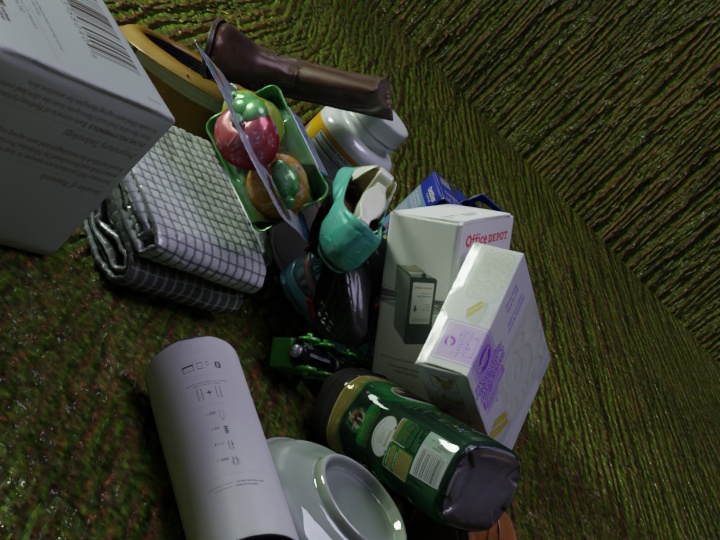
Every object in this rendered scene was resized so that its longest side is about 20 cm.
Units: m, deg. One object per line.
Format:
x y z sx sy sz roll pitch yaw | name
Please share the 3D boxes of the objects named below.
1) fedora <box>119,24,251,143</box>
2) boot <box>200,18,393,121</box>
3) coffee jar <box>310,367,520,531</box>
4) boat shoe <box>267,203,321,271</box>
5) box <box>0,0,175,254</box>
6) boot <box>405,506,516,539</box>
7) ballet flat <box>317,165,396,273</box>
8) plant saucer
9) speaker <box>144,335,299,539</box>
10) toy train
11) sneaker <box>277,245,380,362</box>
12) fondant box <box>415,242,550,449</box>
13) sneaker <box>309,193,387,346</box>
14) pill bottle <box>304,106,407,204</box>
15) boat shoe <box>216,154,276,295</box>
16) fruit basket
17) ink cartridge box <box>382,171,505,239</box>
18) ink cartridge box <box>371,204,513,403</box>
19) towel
-0.205 -0.203 1.405 0.200 0.082 0.201 31 11 -7 | fedora
-0.059 -0.207 1.303 0.198 0.065 0.186 17 7 6 | boot
0.046 0.163 1.143 0.104 0.086 0.199 22 3 -44 | coffee jar
-0.088 -0.078 1.386 0.063 0.072 0.201 45 -24 59 | boat shoe
-0.299 -0.153 0.972 0.199 0.171 0.200 17 35 -56 | box
0.107 0.259 1.217 0.154 0.073 0.201 39 22 -38 | boot
0.006 -0.066 1.243 0.067 0.070 0.200 43 25 -15 | ballet flat
-0.012 0.216 1.065 0.200 0.050 0.201 43 18 -18 | plant saucer
-0.108 0.147 0.938 0.081 0.081 0.201 30 25 -42 | speaker
-0.025 0.103 1.260 0.200 0.056 0.042 28 65 -56 | toy train
0.003 0.052 1.363 0.200 0.095 0.079 44 22 -10 | sneaker
0.127 0.090 1.221 0.058 0.145 0.201 14 -29 27 | fondant box
0.000 0.000 1.275 0.090 0.076 0.201 17 41 -20 | sneaker
-0.039 -0.119 1.451 0.109 0.200 0.109 42 18 -17 | pill bottle
-0.139 -0.050 1.320 0.201 0.068 0.057 -117 -170 -46 | boat shoe
-0.094 -0.122 1.206 0.186 0.093 0.200 63 -2 12 | fruit basket
0.096 -0.030 1.577 0.136 0.200 0.077 37 20 -27 | ink cartridge box
0.086 0.037 1.277 0.083 0.202 0.145 12 11 26 | ink cartridge box
-0.194 -0.058 1.166 0.165 0.085 0.201 20 34 -52 | towel
